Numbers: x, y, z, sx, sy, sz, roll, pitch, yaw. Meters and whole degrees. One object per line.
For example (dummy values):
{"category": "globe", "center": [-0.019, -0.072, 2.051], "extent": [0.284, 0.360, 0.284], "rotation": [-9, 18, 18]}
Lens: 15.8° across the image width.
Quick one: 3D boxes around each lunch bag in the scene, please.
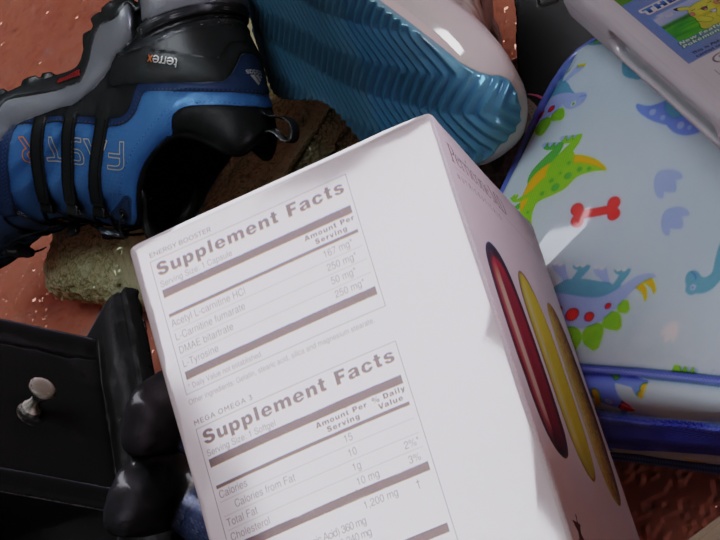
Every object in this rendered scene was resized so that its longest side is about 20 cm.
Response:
{"category": "lunch bag", "center": [0.136, -0.005, 0.895], "extent": [0.199, 0.082, 0.162], "rotation": [2, 58, 40]}

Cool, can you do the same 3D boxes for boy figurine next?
{"category": "boy figurine", "center": [0.003, 0.107, 0.913], "extent": [0.199, 0.064, 0.125], "rotation": [28, 113, 29]}

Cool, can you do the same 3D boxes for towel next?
{"category": "towel", "center": [-0.054, -0.067, 1.137], "extent": [0.148, 0.036, 0.201], "rotation": [9, 65, 44]}

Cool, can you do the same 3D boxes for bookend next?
{"category": "bookend", "center": [-0.176, 0.088, 0.985], "extent": [0.092, 0.197, 0.201], "rotation": [-57, 32, 34]}

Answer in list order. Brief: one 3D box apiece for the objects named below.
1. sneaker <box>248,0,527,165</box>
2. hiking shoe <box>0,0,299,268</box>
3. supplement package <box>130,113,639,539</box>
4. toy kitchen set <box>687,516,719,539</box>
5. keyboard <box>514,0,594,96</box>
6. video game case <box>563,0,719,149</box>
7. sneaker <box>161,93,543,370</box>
{"category": "sneaker", "center": [0.021, -0.093, 1.004], "extent": [0.080, 0.077, 0.200], "rotation": [-20, 25, -16]}
{"category": "hiking shoe", "center": [-0.112, -0.041, 1.082], "extent": [0.200, 0.074, 0.087], "rotation": [-38, 67, 39]}
{"category": "supplement package", "center": [0.019, 0.074, 0.811], "extent": [0.109, 0.114, 0.201], "rotation": [-23, 67, 13]}
{"category": "toy kitchen set", "center": [0.137, 0.193, 0.650], "extent": [0.163, 0.180, 0.200], "rotation": [-38, 30, 12]}
{"category": "keyboard", "center": [0.152, -0.117, 1.017], "extent": [0.199, 0.040, 0.105], "rotation": [-8, 77, 34]}
{"category": "video game case", "center": [0.189, -0.104, 0.872], "extent": [0.199, 0.022, 0.182], "rotation": [-26, 31, -6]}
{"category": "sneaker", "center": [0.000, 0.000, 1.001], "extent": [0.200, 0.087, 0.074], "rotation": [-45, 41, 2]}
